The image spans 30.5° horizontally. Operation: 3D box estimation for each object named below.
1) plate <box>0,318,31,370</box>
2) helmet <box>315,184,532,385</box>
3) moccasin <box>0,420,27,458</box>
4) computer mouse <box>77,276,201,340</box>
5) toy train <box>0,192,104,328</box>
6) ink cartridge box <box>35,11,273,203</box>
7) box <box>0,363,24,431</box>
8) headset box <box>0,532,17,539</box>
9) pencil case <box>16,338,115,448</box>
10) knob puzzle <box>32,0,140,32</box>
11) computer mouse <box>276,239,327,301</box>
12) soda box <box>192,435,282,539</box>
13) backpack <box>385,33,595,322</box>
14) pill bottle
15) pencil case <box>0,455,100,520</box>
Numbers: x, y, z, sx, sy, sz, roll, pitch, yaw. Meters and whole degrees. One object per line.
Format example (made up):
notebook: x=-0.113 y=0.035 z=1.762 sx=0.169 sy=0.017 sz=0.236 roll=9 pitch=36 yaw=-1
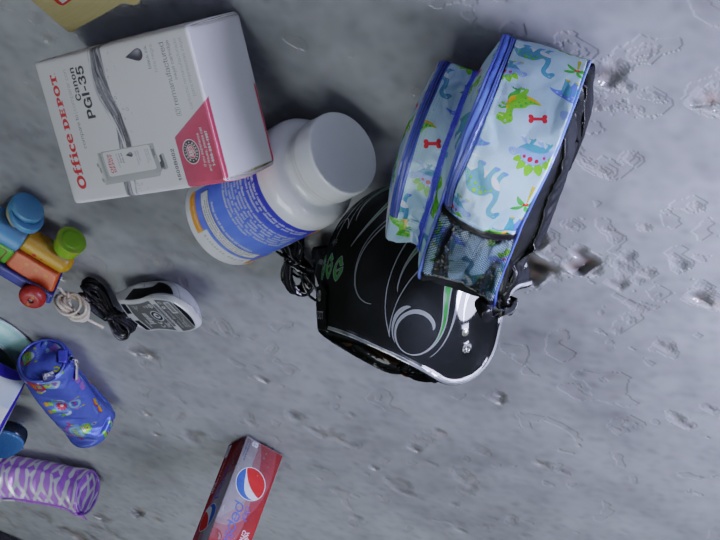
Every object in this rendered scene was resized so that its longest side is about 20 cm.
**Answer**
plate: x=-0.565 y=0.111 z=1.943 sx=0.199 sy=0.026 sz=0.201 roll=15 pitch=147 yaw=10
helmet: x=0.063 y=0.005 z=1.290 sx=0.199 sy=0.192 sz=0.200 roll=24 pitch=171 yaw=4
moccasin: x=-0.610 y=0.263 z=2.156 sx=0.199 sy=0.068 sz=0.081 roll=-12 pitch=128 yaw=38
computer mouse: x=-0.267 y=0.044 z=1.670 sx=0.199 sy=0.044 sz=0.110 roll=-3 pitch=137 yaw=40
toy train: x=-0.371 y=-0.010 z=1.617 sx=0.199 sy=0.085 sz=0.116 roll=34 pitch=132 yaw=-21
ink cartridge box: x=-0.195 y=-0.149 z=1.245 sx=0.199 sy=0.083 sz=0.147 roll=-6 pitch=104 yaw=34
box: x=-0.603 y=0.181 z=1.939 sx=0.183 sy=0.105 sz=0.200 roll=28 pitch=154 yaw=-10
headset box: x=-0.807 y=0.585 z=2.714 sx=0.199 sy=0.093 sz=0.174 roll=27 pitch=147 yaw=-10
pencil case: x=-0.423 y=0.178 z=1.918 sx=0.086 sy=0.078 sz=0.200 roll=-8 pitch=141 yaw=11
knob puzzle: x=-0.262 y=-0.308 z=1.151 sx=0.218 sy=0.031 sz=0.220 roll=15 pitch=147 yaw=10
computer mouse: x=0.000 y=0.000 z=1.457 sx=0.199 sy=0.053 sz=0.139 roll=21 pitch=148 yaw=19
soda box: x=-0.185 y=0.349 z=1.927 sx=0.070 sy=0.201 sz=0.063 roll=33 pitch=147 yaw=-20
backpack: x=0.108 y=-0.097 z=1.127 sx=0.146 sy=0.184 sz=0.201 roll=22 pitch=136 yaw=2
pill bottle: x=-0.077 y=-0.084 z=1.310 sx=0.112 sy=0.113 sz=0.199 roll=37 pitch=144 yaw=-26
pencil case: x=-0.545 y=0.368 z=2.258 sx=0.199 sy=0.086 sz=0.084 roll=4 pitch=146 yaw=22
